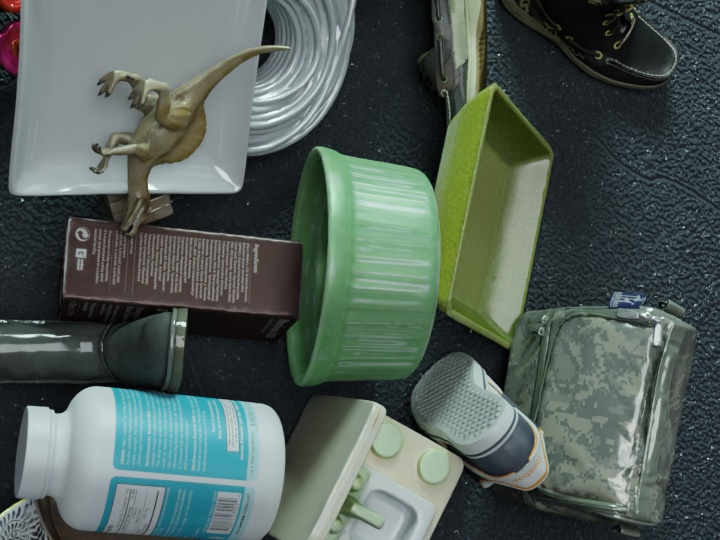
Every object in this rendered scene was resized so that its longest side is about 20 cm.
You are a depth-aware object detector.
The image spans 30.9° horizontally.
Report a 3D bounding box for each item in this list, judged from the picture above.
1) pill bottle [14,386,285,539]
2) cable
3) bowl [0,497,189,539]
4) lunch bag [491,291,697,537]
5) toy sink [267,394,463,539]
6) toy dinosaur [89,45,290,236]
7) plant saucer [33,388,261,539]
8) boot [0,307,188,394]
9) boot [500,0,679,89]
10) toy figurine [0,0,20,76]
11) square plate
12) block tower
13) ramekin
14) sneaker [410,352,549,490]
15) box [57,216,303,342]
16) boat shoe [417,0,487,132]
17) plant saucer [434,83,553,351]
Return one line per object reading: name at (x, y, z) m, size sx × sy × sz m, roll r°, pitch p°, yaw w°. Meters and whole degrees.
pill bottle at (-0.166, 0.151, 1.021) m, size 0.198 × 0.111 × 0.112 m, roll 9°, pitch 83°, yaw -20°
cable at (-0.098, -0.202, 1.127) m, size 0.198 × 0.069 × 0.202 m, roll -5°, pitch 112°, yaw -33°
bowl at (-0.229, 0.286, 1.059) m, size 0.199 × 0.095 × 0.202 m, roll 15°, pitch 44°, yaw -15°
lunch bag at (0.218, 0.128, 1.164) m, size 0.138 × 0.167 × 0.202 m, roll 16°, pitch 81°, yaw -24°
toy sink at (0.001, 0.189, 1.091) m, size 0.111 × 0.200 × 0.131 m, roll 30°, pitch 78°, yaw -13°
toy dinosaur at (-0.153, -0.125, 1.025) m, size 0.200 × 0.058 × 0.101 m, roll -51°, pitch 142°, yaw 13°
plant saucer at (-0.175, 0.189, 1.085) m, size 0.198 × 0.035 × 0.202 m, roll 14°, pitch 44°, yaw -14°
boot at (-0.248, 0.061, 1.051) m, size 0.198 × 0.182 × 0.073 m, roll 11°, pitch 71°, yaw -19°
boot at (0.237, -0.245, 1.216) m, size 0.199 × 0.150 × 0.074 m, roll 32°, pitch 78°, yaw -11°
toy figurine at (-0.235, -0.243, 1.110) m, size 0.182 × 0.150 × 0.202 m, roll -4°, pitch 102°, yaw -25°
square plate at (-0.177, -0.157, 1.035) m, size 0.198 × 0.028 × 0.200 m, roll -3°, pitch 115°, yaw -28°
block tower at (-0.206, -0.128, 1.086) m, size 0.057 × 0.054 × 0.202 m, roll -22°, pitch 124°, yaw -18°
ramekin at (0.000, 0.000, 1.104) m, size 0.097 × 0.200 × 0.202 m, roll 5°, pitch 84°, yaw -12°
sneaker at (0.103, 0.136, 1.132) m, size 0.078 × 0.200 × 0.079 m, roll -43°, pitch 107°, yaw 1°
box at (-0.155, 0.011, 1.111) m, size 0.198 × 0.100 × 0.076 m, roll 4°, pitch 74°, yaw -14°
boat shoe at (0.086, -0.196, 1.220) m, size 0.064 × 0.073 × 0.202 m, roll 2°, pitch 93°, yaw 10°
plant saucer at (0.109, -0.043, 1.171) m, size 0.047 × 0.199 × 0.202 m, roll 8°, pitch 81°, yaw 25°
